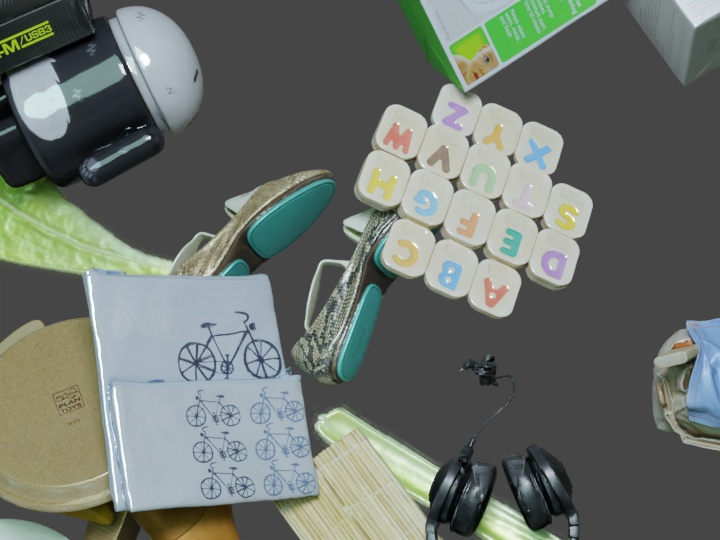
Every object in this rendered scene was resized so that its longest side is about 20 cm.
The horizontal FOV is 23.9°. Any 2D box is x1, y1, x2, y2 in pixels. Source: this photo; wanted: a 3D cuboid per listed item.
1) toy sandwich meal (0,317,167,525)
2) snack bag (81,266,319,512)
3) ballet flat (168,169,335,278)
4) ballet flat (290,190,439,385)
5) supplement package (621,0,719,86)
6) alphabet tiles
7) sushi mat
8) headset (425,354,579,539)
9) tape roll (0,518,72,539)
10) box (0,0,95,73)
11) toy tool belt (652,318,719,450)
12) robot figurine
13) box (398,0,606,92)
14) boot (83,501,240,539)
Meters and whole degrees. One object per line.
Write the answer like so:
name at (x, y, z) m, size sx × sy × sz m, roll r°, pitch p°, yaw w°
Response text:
toy sandwich meal at (-0.237, 0.124, 1.399) m, size 0.203 × 0.070 × 0.206 m, roll -4°, pitch 53°, yaw 5°
snack bag at (-0.127, 0.092, 1.370) m, size 0.187 × 0.021 × 0.202 m, roll 2°, pitch 70°, yaw -37°
ballet flat at (-0.108, -0.026, 1.464) m, size 0.200 × 0.071 × 0.065 m, roll -45°, pitch 58°, yaw -12°
ballet flat at (0.000, 0.000, 1.445) m, size 0.075 × 0.068 × 0.201 m, roll 24°, pitch 78°, yaw 30°
supplement package at (0.277, -0.288, 1.469) m, size 0.119 × 0.121 × 0.201 m, roll -31°, pitch 72°, yaw -4°
alphabet tiles at (0.098, -0.063, 1.433) m, size 0.199 × 0.015 × 0.197 m, roll 25°, pitch 61°, yaw -5°
sushi mat at (0.019, 0.233, 1.390) m, size 0.095 × 0.012 × 0.200 m, roll -36°, pitch 72°, yaw -6°
headset at (0.110, 0.172, 1.356) m, size 0.122 × 0.094 × 0.202 m, roll -5°, pitch 73°, yaw 5°
tape roll at (-0.294, 0.306, 1.392) m, size 0.201 × 0.037 × 0.205 m, roll -2°, pitch 72°, yaw 7°
box at (-0.333, -0.217, 1.499) m, size 0.192 × 0.048 × 0.200 m, roll -22°, pitch 27°, yaw -2°
toy tool belt at (0.329, 0.079, 1.344) m, size 0.198 × 0.123 × 0.126 m, roll -4°, pitch 72°, yaw 5°
robot figurine at (-0.235, -0.149, 1.488) m, size 0.199 × 0.125 × 0.151 m, roll -26°, pitch 90°, yaw -2°
box at (0.105, -0.290, 1.448) m, size 0.176 × 0.201 × 0.097 m, roll -31°, pitch 31°, yaw -4°
boot at (-0.123, 0.188, 1.392) m, size 0.200 × 0.071 × 0.145 m, roll 17°, pitch 75°, yaw 16°
